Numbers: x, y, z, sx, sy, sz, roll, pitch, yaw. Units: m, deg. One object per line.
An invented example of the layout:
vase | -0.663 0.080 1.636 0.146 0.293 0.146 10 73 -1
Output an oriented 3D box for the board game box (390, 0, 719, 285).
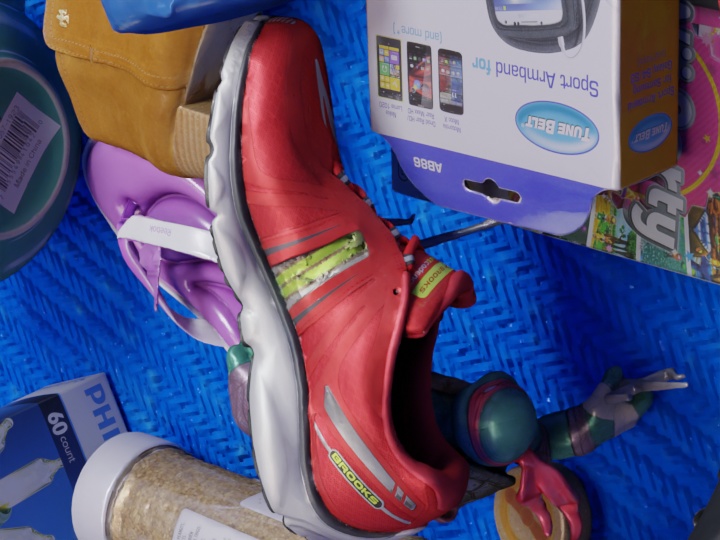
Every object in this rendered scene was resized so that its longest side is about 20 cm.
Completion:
board game box | 0.103 -0.084 0.834 0.200 0.064 0.148 17 120 38

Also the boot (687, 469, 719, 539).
boot | 0.137 0.107 0.849 0.073 0.154 0.204 29 164 -22

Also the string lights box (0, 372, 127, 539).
string lights box | -0.201 0.135 1.134 0.059 0.200 0.103 -16 97 48

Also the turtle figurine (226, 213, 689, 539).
turtle figurine | 0.030 0.050 0.909 0.150 0.101 0.200 37 158 -21

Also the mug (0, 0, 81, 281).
mug | -0.212 -0.078 1.084 0.114 0.152 0.185 9 115 41

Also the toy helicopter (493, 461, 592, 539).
toy helicopter | 0.101 0.177 0.951 0.132 0.079 0.200 -24 78 54

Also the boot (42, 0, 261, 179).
boot | -0.088 -0.138 0.996 0.144 0.071 0.201 22 119 42

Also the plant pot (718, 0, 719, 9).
plant pot | 0.215 -0.095 0.623 0.182 0.200 0.201 -27 88 54

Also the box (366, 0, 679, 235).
box | 0.055 -0.115 0.794 0.119 0.041 0.200 17 120 41

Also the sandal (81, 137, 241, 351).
sandal | -0.072 0.005 1.058 0.203 0.050 0.083 45 134 21

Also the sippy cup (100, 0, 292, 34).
sippy cup | -0.059 -0.159 0.831 0.139 0.178 0.131 -11 95 11

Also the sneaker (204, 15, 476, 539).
sneaker | 0.000 0.000 0.836 0.085 0.077 0.200 -11 91 24

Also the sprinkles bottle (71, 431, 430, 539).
sprinkles bottle | -0.050 0.134 1.081 0.200 0.068 0.068 16 119 40
